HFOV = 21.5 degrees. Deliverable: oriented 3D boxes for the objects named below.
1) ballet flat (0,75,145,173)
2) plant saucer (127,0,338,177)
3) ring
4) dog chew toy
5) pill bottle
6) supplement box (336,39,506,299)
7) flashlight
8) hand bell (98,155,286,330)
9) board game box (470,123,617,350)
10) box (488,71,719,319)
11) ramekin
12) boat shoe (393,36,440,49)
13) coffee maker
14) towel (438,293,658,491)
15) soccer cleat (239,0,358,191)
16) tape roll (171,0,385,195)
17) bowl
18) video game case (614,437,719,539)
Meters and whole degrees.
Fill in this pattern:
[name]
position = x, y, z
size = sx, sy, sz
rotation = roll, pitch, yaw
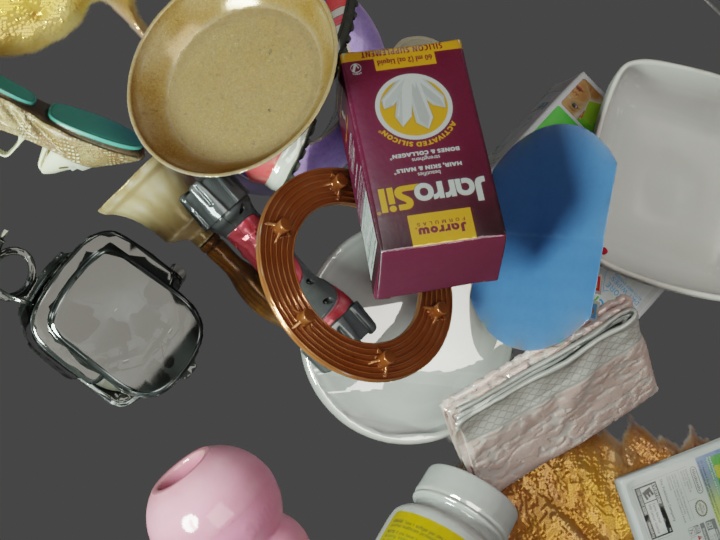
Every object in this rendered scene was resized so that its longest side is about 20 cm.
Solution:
[ballet flat]
position = -0.294, -0.127, 1.718
size = 0.199, 0.071, 0.065
rotation = 24, 109, -6
[plant saucer]
position = -0.105, -0.167, 1.640
size = 0.199, 0.035, 0.201
rotation = -8, 67, 20
[ring]
position = 0.000, 0.000, 1.638
size = 0.200, 0.019, 0.201
rotation = 17, 58, -28
[dog chew toy]
position = -0.100, 0.254, 1.693
size = 0.124, 0.124, 0.200
rotation = -39, 101, -12
[pill bottle]
position = 0.055, 0.282, 1.712
size = 0.114, 0.114, 0.200
rotation = 35, 69, -7
[supplement box]
position = 0.049, -0.088, 1.623
size = 0.110, 0.086, 0.201
rotation = -8, 63, -7
[flashlight]
position = -0.075, -0.003, 1.646
size = 0.200, 0.068, 0.068
rotation = 48, 53, -4
[hand bell]
position = -0.130, -0.020, 1.717
size = 0.200, 0.104, 0.104
rotation = 46, 79, -7
[board game box]
position = 0.171, -0.026, 1.665
size = 0.039, 0.158, 0.201
rotation = 14, 84, -37
[box]
position = 0.206, -0.051, 1.789
size = 0.200, 0.097, 0.176
rotation = 46, 77, -6
[ramekin]
position = 0.035, 0.058, 1.745
size = 0.201, 0.094, 0.203
rotation = 1, 85, -11
[boat shoe]
position = 0.061, -0.133, 1.753
size = 0.071, 0.060, 0.201
rotation = -4, 49, -6
[coffee maker]
position = -0.237, 0.038, 1.638
size = 0.191, 0.200, 0.135
rotation = 14, 82, -10
[towel]
position = 0.175, 0.118, 1.718
size = 0.199, 0.191, 0.032
rotation = -30, 60, -3
[soccer cleat]
position = -0.061, -0.172, 1.674
size = 0.073, 0.068, 0.201
rotation = 23, 84, -7
[tape roll]
position = -0.078, -0.172, 1.746
size = 0.199, 0.085, 0.201
rotation = 1, 85, -12
[bowl]
position = 0.291, -0.076, 1.723
size = 0.199, 0.075, 0.201
rotation = 15, 81, -13
[video game case]
position = 0.359, 0.264, 1.832
size = 0.182, 0.022, 0.201
rotation = -19, 89, -12
